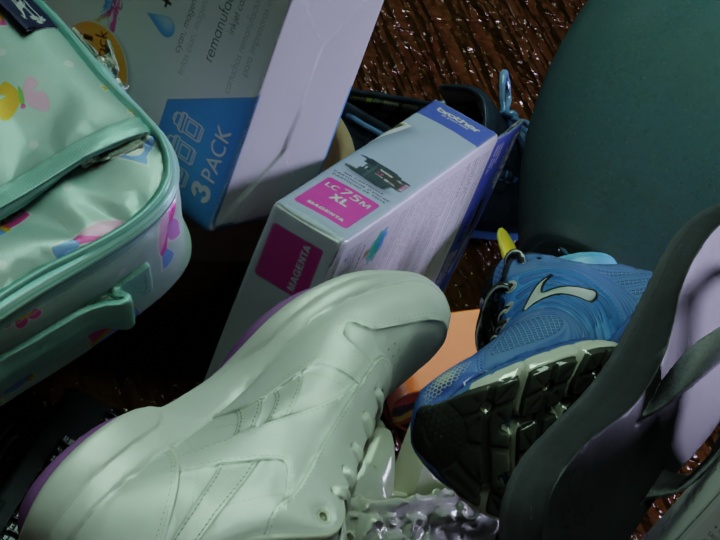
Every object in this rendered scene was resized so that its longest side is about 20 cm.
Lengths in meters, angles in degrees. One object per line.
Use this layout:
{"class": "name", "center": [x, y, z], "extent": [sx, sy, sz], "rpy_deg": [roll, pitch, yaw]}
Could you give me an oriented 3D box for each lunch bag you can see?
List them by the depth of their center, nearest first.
{"class": "lunch bag", "center": [-0.166, -0.017, 0.975], "extent": [0.199, 0.077, 0.160], "rpy_deg": [-34, 59, -18]}

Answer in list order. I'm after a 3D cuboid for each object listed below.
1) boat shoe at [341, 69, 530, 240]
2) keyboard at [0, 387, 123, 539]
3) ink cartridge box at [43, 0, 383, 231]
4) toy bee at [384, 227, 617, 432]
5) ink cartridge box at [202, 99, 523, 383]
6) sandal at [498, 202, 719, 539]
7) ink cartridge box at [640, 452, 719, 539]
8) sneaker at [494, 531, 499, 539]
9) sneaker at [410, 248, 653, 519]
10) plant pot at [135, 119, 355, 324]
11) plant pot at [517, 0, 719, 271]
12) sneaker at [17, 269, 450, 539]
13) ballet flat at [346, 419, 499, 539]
{"class": "boat shoe", "center": [0.054, -0.058, 1.327], "extent": [0.199, 0.069, 0.084], "rpy_deg": [-4, 36, -41]}
{"class": "keyboard", "center": [-0.114, 0.091, 0.957], "extent": [0.103, 0.040, 0.200], "rpy_deg": [23, 26, 0]}
{"class": "ink cartridge box", "center": [-0.094, -0.119, 1.072], "extent": [0.200, 0.116, 0.068], "rpy_deg": [36, 30, 27]}
{"class": "toy bee", "center": [0.103, 0.048, 1.153], "extent": [0.198, 0.109, 0.132], "rpy_deg": [8, 63, 1]}
{"class": "ink cartridge box", "center": [0.000, 0.000, 1.120], "extent": [0.042, 0.120, 0.200], "rpy_deg": [31, 28, 15]}
{"class": "sandal", "center": [0.118, 0.051, 0.966], "extent": [0.043, 0.076, 0.200], "rpy_deg": [10, 45, 33]}
{"class": "ink cartridge box", "center": [0.227, 0.114, 0.968], "extent": [0.199, 0.176, 0.045], "rpy_deg": [37, 25, -5]}
{"class": "sneaker", "center": [0.071, 0.157, 0.934], "extent": [0.089, 0.079, 0.200], "rpy_deg": [26, 27, 2]}
{"class": "sneaker", "center": [0.072, 0.041, 1.025], "extent": [0.089, 0.079, 0.199], "rpy_deg": [23, 21, 28]}
{"class": "plant pot", "center": [-0.108, -0.041, 1.147], "extent": [0.199, 0.093, 0.201], "rpy_deg": [17, 28, -9]}
{"class": "plant pot", "center": [0.152, -0.029, 1.250], "extent": [0.199, 0.201, 0.135], "rpy_deg": [33, 66, 21]}
{"class": "sneaker", "center": [-0.028, 0.074, 0.946], "extent": [0.100, 0.075, 0.200], "rpy_deg": [42, 53, 18]}
{"class": "ballet flat", "center": [0.013, 0.084, 1.032], "extent": [0.199, 0.072, 0.072], "rpy_deg": [-2, 35, -42]}
